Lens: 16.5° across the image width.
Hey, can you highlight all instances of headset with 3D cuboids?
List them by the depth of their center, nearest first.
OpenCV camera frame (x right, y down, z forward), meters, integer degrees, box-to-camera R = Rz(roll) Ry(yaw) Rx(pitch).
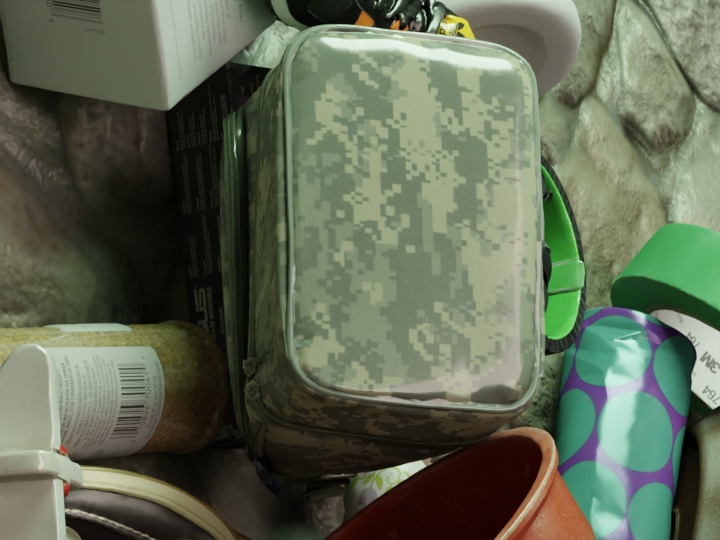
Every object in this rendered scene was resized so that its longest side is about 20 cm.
[{"bbox_3d":[0.083,-0.026,1.371,0.200,0.094,0.124,30,53,-52],"label":"headset"}]

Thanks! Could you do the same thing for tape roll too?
[{"bbox_3d":[0.248,0.056,1.543,0.048,0.200,0.200,-48,121,-14],"label":"tape roll"}]

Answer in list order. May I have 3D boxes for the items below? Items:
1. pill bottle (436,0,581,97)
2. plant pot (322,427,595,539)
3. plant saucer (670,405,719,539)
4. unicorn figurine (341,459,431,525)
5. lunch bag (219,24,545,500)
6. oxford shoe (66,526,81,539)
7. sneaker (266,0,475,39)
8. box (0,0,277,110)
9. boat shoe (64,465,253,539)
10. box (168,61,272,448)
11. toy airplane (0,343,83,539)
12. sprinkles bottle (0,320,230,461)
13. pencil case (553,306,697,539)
[{"bbox_3d":[0.050,-0.193,1.406,0.112,0.112,0.200,25,41,-45],"label":"pill bottle"},{"bbox_3d":[0.064,0.211,1.147,0.195,0.201,0.201,53,43,-10],"label":"plant pot"},{"bbox_3d":[0.202,0.169,1.506,0.037,0.200,0.201,13,63,-3],"label":"plant saucer"},{"bbox_3d":[0.012,0.164,1.298,0.137,0.074,0.200,12,76,-66],"label":"unicorn figurine"},{"bbox_3d":[0.000,0.000,1.206,0.139,0.168,0.200,3,73,-16],"label":"lunch bag"},{"bbox_3d":[-0.127,0.210,1.135,0.073,0.071,0.200,-5,94,-35],"label":"oxford shoe"},{"bbox_3d":[0.014,-0.131,1.250,0.200,0.090,0.070,66,37,-59],"label":"sneaker"},{"bbox_3d":[-0.091,-0.184,1.242,0.200,0.097,0.125,-45,138,-47],"label":"box"},{"bbox_3d":[-0.093,0.151,1.198,0.200,0.073,0.065,32,52,-42],"label":"boat shoe"},{"bbox_3d":[-0.026,-0.005,1.341,0.158,0.050,0.200,2,78,-50],"label":"box"},{"bbox_3d":[-0.212,0.089,1.017,0.199,0.141,0.200,42,70,-3],"label":"toy airplane"},{"bbox_3d":[-0.150,0.058,1.158,0.200,0.068,0.068,0,80,-51],"label":"sprinkles bottle"},{"bbox_3d":[0.151,0.125,1.495,0.092,0.085,0.200,100,2,-63],"label":"pencil case"}]
